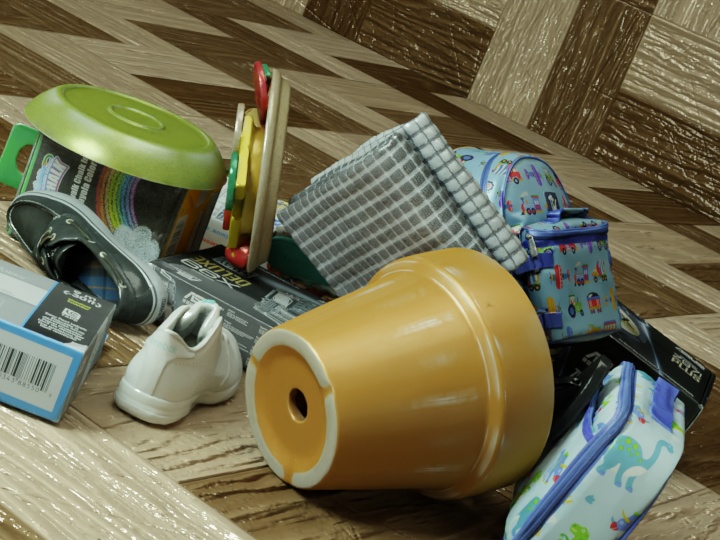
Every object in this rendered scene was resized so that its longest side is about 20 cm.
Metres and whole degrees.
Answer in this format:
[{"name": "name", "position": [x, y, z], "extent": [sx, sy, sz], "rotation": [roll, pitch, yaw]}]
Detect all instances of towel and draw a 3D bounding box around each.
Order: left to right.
[{"name": "towel", "position": [0.029, -0.027, 1.447], "extent": [0.166, 0.200, 0.086], "rotation": [51, 52, -8]}]

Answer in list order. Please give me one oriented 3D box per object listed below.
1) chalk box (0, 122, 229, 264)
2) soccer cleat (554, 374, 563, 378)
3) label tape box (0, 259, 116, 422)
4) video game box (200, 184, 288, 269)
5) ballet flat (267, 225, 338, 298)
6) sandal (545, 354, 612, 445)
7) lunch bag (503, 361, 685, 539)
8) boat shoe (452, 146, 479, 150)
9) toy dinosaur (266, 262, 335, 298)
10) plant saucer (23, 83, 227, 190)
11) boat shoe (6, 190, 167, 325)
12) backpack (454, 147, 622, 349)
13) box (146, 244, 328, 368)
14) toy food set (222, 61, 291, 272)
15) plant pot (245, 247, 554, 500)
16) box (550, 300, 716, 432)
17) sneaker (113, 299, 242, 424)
[{"name": "chalk box", "position": [-0.253, -0.077, 1.597], "extent": [0.200, 0.125, 0.124], "rotation": [26, 15, 9]}, {"name": "soccer cleat", "position": [0.188, 0.136, 1.622], "extent": [0.200, 0.073, 0.068], "rotation": [5, 14, 0]}, {"name": "label tape box", "position": [-0.271, 0.035, 1.285], "extent": [0.143, 0.066, 0.200], "rotation": [21, 16, -4]}, {"name": "video game box", "position": [-0.137, -0.055, 1.849], "extent": [0.182, 0.047, 0.200], "rotation": [21, 15, 3]}, {"name": "ballet flat", "position": [0.000, 0.000, 1.611], "extent": [0.200, 0.072, 0.072], "rotation": [27, 15, 22]}, {"name": "sandal", "position": [0.131, 0.119, 1.358], "extent": [0.045, 0.200, 0.075], "rotation": [45, 47, -5]}, {"name": "lunch bag", "position": [0.190, 0.158, 1.318], "extent": [0.082, 0.161, 0.200], "rotation": [39, 16, 2]}, {"name": "boat shoe", "position": [0.038, -0.076, 1.673], "extent": [0.066, 0.200, 0.074], "rotation": [72, -6, -53]}, {"name": "toy dinosaur", "position": [0.002, -0.013, 1.699], "extent": [0.181, 0.105, 0.200], "rotation": [-28, 18, -22]}, {"name": "plant saucer", "position": [-0.214, -0.131, 1.546], "extent": [0.200, 0.031, 0.200], "rotation": [21, 15, -6]}, {"name": "boat shoe", "position": [-0.257, -0.015, 1.485], "extent": [0.200, 0.069, 0.057], "rotation": [33, 18, 29]}, {"name": "backpack", "position": [0.154, -0.024, 1.577], "extent": [0.134, 0.200, 0.182], "rotation": [-11, -8, 34]}, {"name": "box", "position": [-0.090, 0.047, 1.540], "extent": [0.200, 0.050, 0.158], "rotation": [27, 14, 16]}, {"name": "toy food set", "position": [-0.099, -0.099, 1.557], "extent": [0.049, 0.198, 0.200], "rotation": [8, 55, -4]}, {"name": "plant pot", "position": [0.019, 0.093, 1.298], "extent": [0.183, 0.200, 0.200], "rotation": [-10, 32, -36]}, {"name": "box", "position": [0.263, 0.097, 1.734], "extent": [0.200, 0.086, 0.164], "rotation": [38, 16, 9]}, {"name": "sneaker", "position": [-0.133, 0.060, 1.351], "extent": [0.075, 0.089, 0.200], "rotation": [22, 14, 6]}]
